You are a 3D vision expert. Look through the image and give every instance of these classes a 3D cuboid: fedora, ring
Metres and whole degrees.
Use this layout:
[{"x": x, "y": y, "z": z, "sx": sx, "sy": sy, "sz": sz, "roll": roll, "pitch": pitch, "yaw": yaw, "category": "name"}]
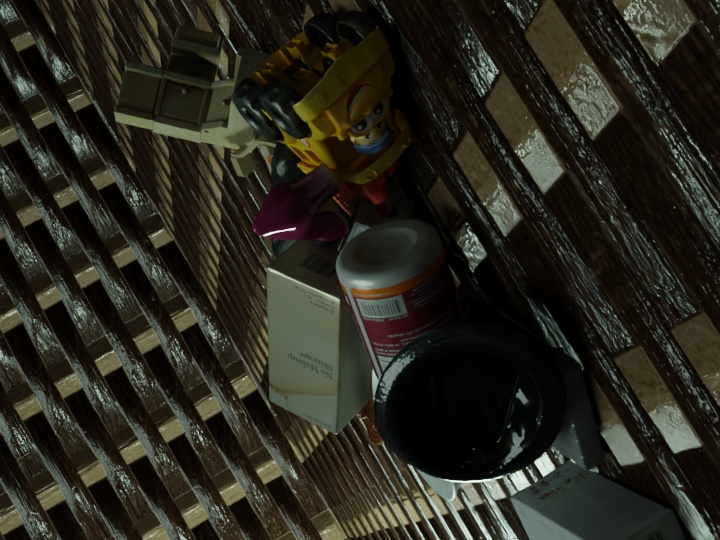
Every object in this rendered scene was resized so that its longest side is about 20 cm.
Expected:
[{"x": 0.105, "y": 0.109, "z": 1.090, "sx": 0.092, "sy": 0.199, "sz": 0.202, "roll": -83, "pitch": -22, "yaw": -53, "category": "fedora"}, {"x": 0.021, "y": 0.107, "z": 1.349, "sx": 0.200, "sy": 0.019, "sz": 0.202, "roll": -175, "pitch": 90, "yaw": -80, "category": "ring"}]

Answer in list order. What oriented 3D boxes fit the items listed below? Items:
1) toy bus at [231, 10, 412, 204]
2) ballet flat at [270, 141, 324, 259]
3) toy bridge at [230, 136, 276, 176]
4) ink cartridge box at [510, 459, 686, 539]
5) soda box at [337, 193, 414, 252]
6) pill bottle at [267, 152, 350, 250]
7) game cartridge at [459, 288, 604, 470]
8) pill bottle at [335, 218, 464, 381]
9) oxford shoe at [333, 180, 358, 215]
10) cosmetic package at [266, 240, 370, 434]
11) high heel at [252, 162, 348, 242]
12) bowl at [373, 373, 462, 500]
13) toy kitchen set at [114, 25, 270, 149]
[{"x": -0.016, "y": -0.150, "z": 1.152, "sx": 0.192, "sy": 0.136, "sz": 0.200, "roll": 52, "pitch": 167, "yaw": -22, "category": "toy bus"}, {"x": -0.073, "y": -0.074, "z": 1.320, "sx": 0.201, "sy": 0.066, "sz": 0.057, "roll": 95, "pitch": 168, "yaw": -47, "category": "ballet flat"}, {"x": -0.115, "y": -0.152, "z": 1.535, "sx": 0.199, "sy": 0.027, "sz": 0.068, "roll": 15, "pitch": 135, "yaw": 44, "category": "toy bridge"}, {"x": 0.258, "y": 0.305, "z": 1.131, "sx": 0.177, "sy": 0.083, "sz": 0.200, "roll": 65, "pitch": 166, "yaw": -12, "category": "ink cartridge box"}, {"x": 0.000, "y": 0.000, "z": 1.298, "sx": 0.069, "sy": 0.063, "sz": 0.201, "roll": -78, "pitch": 7, "yaw": -45, "category": "soda box"}, {"x": -0.042, "y": -0.070, "z": 1.411, "sx": 0.201, "sy": 0.106, "sz": 0.106, "roll": 63, "pitch": 166, "yaw": -7, "category": "pill bottle"}, {"x": 0.173, "y": 0.109, "z": 1.160, "sx": 0.200, "sy": 0.038, "sz": 0.130, "roll": 39, "pitch": 158, "yaw": 56, "category": "game cartridge"}, {"x": 0.055, "y": 0.057, "z": 1.180, "sx": 0.113, "sy": 0.112, "sz": 0.201, "roll": 38, "pitch": 153, "yaw": 56, "category": "pill bottle"}, {"x": -0.035, "y": -0.145, "z": 1.327, "sx": 0.201, "sy": 0.071, "sz": 0.073, "roll": 62, "pitch": 171, "yaw": 10, "category": "oxford shoe"}, {"x": -0.046, "y": 0.075, "z": 1.274, "sx": 0.103, "sy": 0.073, "sz": 0.201, "roll": 22, "pitch": 130, "yaw": 25, "category": "cosmetic package"}, {"x": -0.065, "y": -0.048, "z": 1.178, "sx": 0.068, "sy": 0.096, "sz": 0.200, "roll": 53, "pitch": 173, "yaw": 5, "category": "high heel"}, {"x": 0.099, "y": 0.183, "z": 1.438, "sx": 0.202, "sy": 0.090, "sz": 0.201, "roll": 54, "pitch": 164, "yaw": 23, "category": "bowl"}, {"x": -0.225, "y": -0.286, "z": 1.554, "sx": 0.180, "sy": 0.198, "sz": 0.165, "roll": 125, "pitch": 157, "yaw": -74, "category": "toy kitchen set"}]
